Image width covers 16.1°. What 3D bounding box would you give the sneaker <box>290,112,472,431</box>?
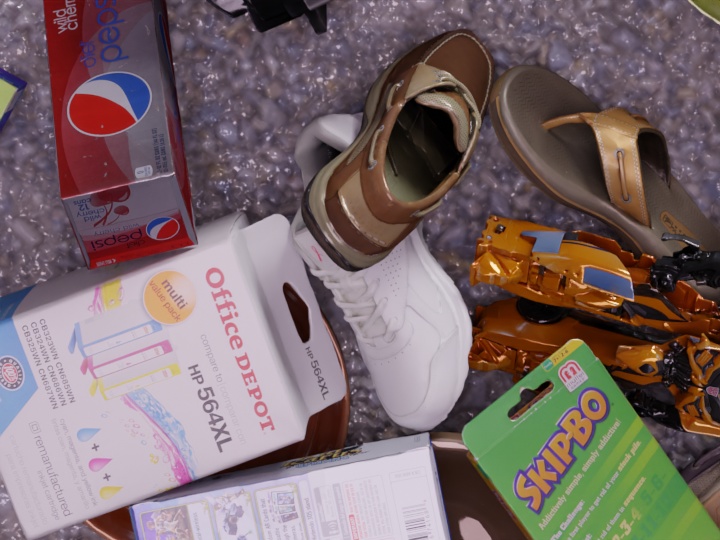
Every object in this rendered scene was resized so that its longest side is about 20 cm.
[{"bbox_3d":[0.000,0.000,1.510,0.078,0.099,0.201,-26,73,37],"label":"sneaker"}]

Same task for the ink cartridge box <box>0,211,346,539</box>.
[{"bbox_3d":[-0.119,0.054,1.499,0.199,0.125,0.129,-21,97,4],"label":"ink cartridge box"}]

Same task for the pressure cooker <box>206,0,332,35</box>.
[{"bbox_3d":[-0.032,-0.239,1.465,0.199,0.179,0.177,-22,78,4],"label":"pressure cooker"}]

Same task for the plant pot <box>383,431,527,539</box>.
[{"bbox_3d":[0.048,0.193,1.566,0.199,0.093,0.202,0,97,1],"label":"plant pot"}]

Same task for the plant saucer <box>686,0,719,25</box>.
[{"bbox_3d":[0.263,-0.237,1.531,0.198,0.031,0.202,0,100,1],"label":"plant saucer"}]

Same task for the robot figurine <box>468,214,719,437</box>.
[{"bbox_3d":[0.161,0.040,1.525,0.199,0.058,0.146,16,133,13],"label":"robot figurine"}]

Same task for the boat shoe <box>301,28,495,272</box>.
[{"bbox_3d":[0.039,-0.076,1.478,0.076,0.200,0.074,44,134,-13],"label":"boat shoe"}]

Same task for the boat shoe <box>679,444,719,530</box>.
[{"bbox_3d":[0.200,0.165,1.575,0.072,0.065,0.200,41,116,-13],"label":"boat shoe"}]

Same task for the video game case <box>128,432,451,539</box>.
[{"bbox_3d":[-0.027,0.211,1.501,0.180,0.045,0.202,-11,98,1],"label":"video game case"}]

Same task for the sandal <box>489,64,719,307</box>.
[{"bbox_3d":[0.163,-0.058,1.530,0.200,0.080,0.054,41,135,-9],"label":"sandal"}]

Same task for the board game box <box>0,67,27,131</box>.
[{"bbox_3d":[-0.311,-0.060,1.557,0.134,0.045,0.201,29,98,-3],"label":"board game box"}]

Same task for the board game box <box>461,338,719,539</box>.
[{"bbox_3d":[0.147,0.144,1.502,0.095,0.030,0.201,-38,102,-10],"label":"board game box"}]

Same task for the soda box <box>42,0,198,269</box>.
[{"bbox_3d":[-0.142,-0.099,1.477,0.069,0.201,0.064,-12,138,2],"label":"soda box"}]

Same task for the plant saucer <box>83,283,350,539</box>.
[{"bbox_3d":[-0.105,0.080,1.582,0.199,0.032,0.202,0,98,0],"label":"plant saucer"}]
